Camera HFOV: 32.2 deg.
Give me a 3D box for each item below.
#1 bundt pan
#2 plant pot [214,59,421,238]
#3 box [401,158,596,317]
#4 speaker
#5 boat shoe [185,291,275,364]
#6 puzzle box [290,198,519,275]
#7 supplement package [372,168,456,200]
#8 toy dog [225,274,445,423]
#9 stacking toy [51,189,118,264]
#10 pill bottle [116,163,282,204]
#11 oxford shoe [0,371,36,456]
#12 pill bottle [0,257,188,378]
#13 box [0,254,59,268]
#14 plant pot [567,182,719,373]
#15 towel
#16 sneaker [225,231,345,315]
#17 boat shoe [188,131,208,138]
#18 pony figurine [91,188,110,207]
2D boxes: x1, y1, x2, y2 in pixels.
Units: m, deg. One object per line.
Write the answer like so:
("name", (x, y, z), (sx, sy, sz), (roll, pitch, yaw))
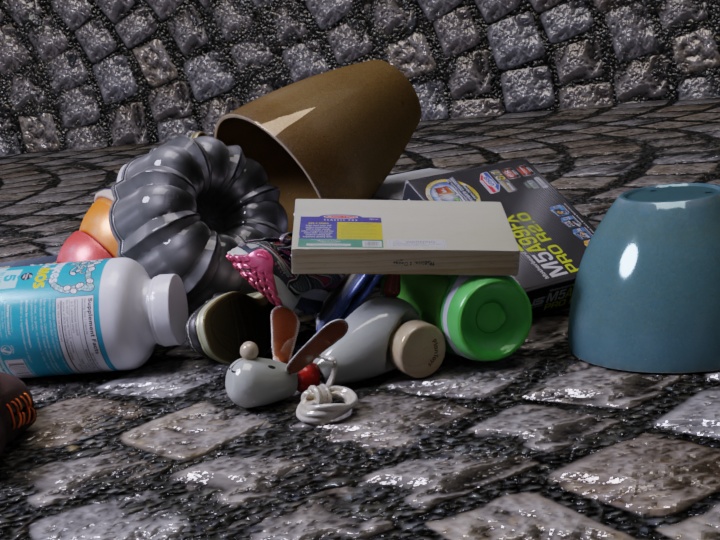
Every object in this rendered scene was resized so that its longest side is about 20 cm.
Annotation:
("bundt pan", (-0.157, -0.055, 1.311), (0.201, 0.202, 0.076), (-18, -9, -44))
("plant pot", (-0.031, -0.148, 1.419), (0.200, 0.187, 0.186), (-39, 27, -26))
("box", (0.159, -0.035, 1.309), (0.160, 0.044, 0.200), (-12, 44, -27))
("speaker", (0.085, 0.027, 1.174), (0.088, 0.089, 0.200), (-10, 13, -18))
("boat shoe", (-0.125, 0.055, 1.214), (0.066, 0.072, 0.201), (-12, 3, 20))
("puzzle box", (0.037, -0.031, 1.130), (0.199, 0.026, 0.133), (1, 23, -1))
("supplement package", (0.080, -0.052, 1.489), (0.155, 0.111, 0.200), (-13, 14, -28))
("toy dog", (-0.018, 0.053, 1.088), (0.132, 0.097, 0.200), (4, 16, 42))
("stacking toy", (-0.296, 0.024, 1.346), (0.200, 0.146, 0.146), (-44, 28, -21))
("pill bottle", (-0.189, -0.083, 1.527), (0.199, 0.116, 0.116), (-4, 12, 4))
("oxford shoe", (-0.304, 0.113, 1.035), (0.072, 0.072, 0.200), (-6, 11, -21))
("pill bottle", (-0.274, 0.046, 1.225), (0.199, 0.111, 0.111), (-5, 12, 7))
("box", (-0.447, 0.025, 1.550), (0.199, 0.051, 0.158), (-8, 11, -6))
("plant pot", (0.279, -0.003, 1.105), (0.199, 0.135, 0.200), (-7, 12, 1))
("towel", (0.000, 0.000, 1.288), (0.024, 0.147, 0.200), (35, 8, -8))
("sneaker", (-0.066, -0.009, 1.197), (0.075, 0.081, 0.200), (-49, -11, 8))
("boat shoe", (-0.168, -0.064, 1.404), (0.073, 0.201, 0.063), (11, -43, -41))
("pony figurine", (-0.272, -0.074, 1.753), (0.199, 0.167, 0.194), (-3, 44, 2))
